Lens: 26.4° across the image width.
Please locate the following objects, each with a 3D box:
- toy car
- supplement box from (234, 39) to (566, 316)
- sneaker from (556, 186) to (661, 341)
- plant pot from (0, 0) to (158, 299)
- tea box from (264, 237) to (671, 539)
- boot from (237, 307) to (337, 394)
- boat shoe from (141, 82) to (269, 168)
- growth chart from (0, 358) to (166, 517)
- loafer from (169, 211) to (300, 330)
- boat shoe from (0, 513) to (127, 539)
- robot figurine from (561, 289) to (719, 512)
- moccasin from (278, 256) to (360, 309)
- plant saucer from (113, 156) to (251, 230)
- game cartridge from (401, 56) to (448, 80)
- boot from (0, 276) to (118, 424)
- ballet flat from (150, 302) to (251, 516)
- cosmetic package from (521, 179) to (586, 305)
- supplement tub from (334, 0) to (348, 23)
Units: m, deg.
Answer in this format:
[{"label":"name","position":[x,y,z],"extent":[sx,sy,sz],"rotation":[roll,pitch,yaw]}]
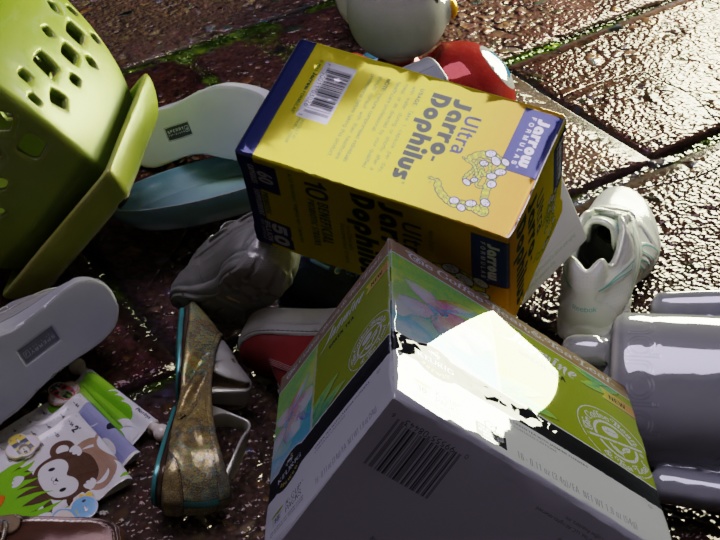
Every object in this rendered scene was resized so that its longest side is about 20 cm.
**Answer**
[{"label":"toy car","position":[0.055,-0.218,1.428],"extent":[0.175,0.201,0.185],"rotation":[-1,27,5]},{"label":"supplement box","position":[0.030,-0.062,1.054],"extent":[0.199,0.109,0.110],"rotation":[18,61,17]},{"label":"sneaker","position":[0.206,-0.022,1.258],"extent":[0.070,0.081,0.201],"rotation":[5,35,16]},{"label":"plant pot","position":[-0.292,-0.109,1.318],"extent":[0.181,0.199,0.201],"rotation":[36,30,-18]},{"label":"tea box","position":[0.061,0.117,0.934],"extent":[0.199,0.134,0.197],"rotation":[32,22,-16]},{"label":"boot","position":[-0.043,0.104,1.122],"extent":[0.072,0.145,0.200],"rotation":[20,-13,-29]},{"label":"boat shoe","position":[-0.134,-0.139,1.445],"extent":[0.199,0.072,0.068],"rotation":[-10,14,42]},{"label":"growth chart","position":[-0.237,0.147,1.130],"extent":[0.144,0.018,0.200],"rotation":[25,46,34]},{"label":"loafer","position":[-0.095,-0.002,1.199],"extent":[0.200,0.070,0.070],"rotation":[-23,41,60]},{"label":"boat shoe","position":[-0.252,0.195,1.001],"extent":[0.198,0.072,0.076],"rotation":[-11,54,-3]},{"label":"robot figurine","position":[0.238,0.088,1.067],"extent":[0.198,0.113,0.171],"rotation":[1,62,9]},{"label":"moccasin","position":[0.000,0.000,1.147],"extent":[0.199,0.069,0.080],"rotation":[1,5,44]},{"label":"plant saucer","position":[-0.128,-0.073,1.369],"extent":[0.199,0.028,0.200],"rotation":[-13,15,4]},{"label":"game cartridge","position":[0.003,-0.097,1.296],"extent":[0.132,0.200,0.041],"rotation":[-23,68,-27]},{"label":"boot","position":[-0.284,0.073,1.192],"extent":[0.199,0.074,0.095],"rotation":[-32,10,-35]},{"label":"ballet flat","position":[-0.112,0.102,1.137],"extent":[0.070,0.071,0.201],"rotation":[-3,39,3]},{"label":"cosmetic package","position":[0.063,-0.026,1.213],"extent":[0.199,0.085,0.108],"rotation":[-5,27,46]},{"label":"supplement tub","position":[0.043,-0.350,1.704],"extent":[0.121,0.123,0.201],"rotation":[2,35,10]}]
